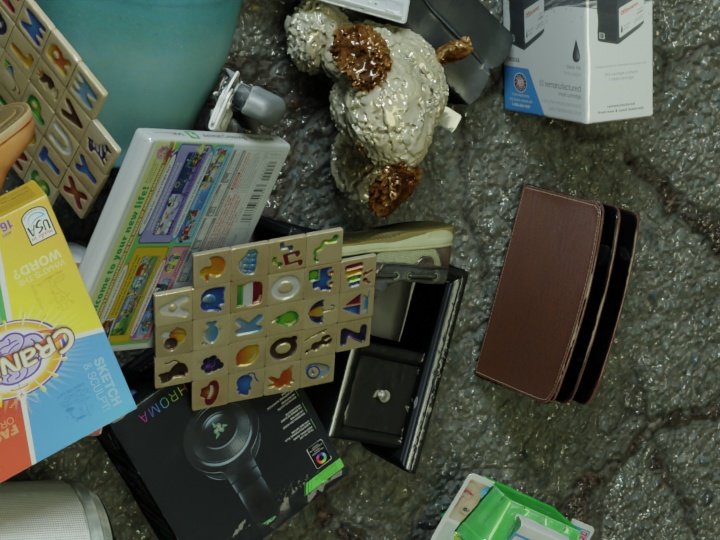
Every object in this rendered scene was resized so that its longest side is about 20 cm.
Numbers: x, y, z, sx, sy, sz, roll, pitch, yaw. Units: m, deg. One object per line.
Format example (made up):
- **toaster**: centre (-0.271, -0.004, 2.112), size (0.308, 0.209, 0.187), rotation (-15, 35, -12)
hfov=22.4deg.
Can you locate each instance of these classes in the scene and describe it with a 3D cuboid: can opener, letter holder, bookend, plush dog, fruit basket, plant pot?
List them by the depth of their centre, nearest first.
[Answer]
- **plant pot**: centre (-0.196, -0.192, 1.502), size (0.198, 0.200, 0.190), rotation (-3, 116, -29)
- **can opener**: centre (-0.097, -0.127, 1.560), size (0.066, 0.200, 0.054), rotation (24, 87, 2)
- **plush dog**: centre (0.026, -0.149, 1.616), size (0.159, 0.172, 0.201), rotation (-16, 113, 10)
- **bookend**: centre (-0.025, 0.069, 1.701), size (0.199, 0.092, 0.201), rotation (14, 93, -30)
- **letter holder**: centre (0.213, 0.030, 1.799), size (0.100, 0.142, 0.202), rotation (13, 93, -30)
- **fruit basket**: centre (0.132, 0.322, 1.843), size (0.184, 0.094, 0.201), rotation (27, 89, -31)

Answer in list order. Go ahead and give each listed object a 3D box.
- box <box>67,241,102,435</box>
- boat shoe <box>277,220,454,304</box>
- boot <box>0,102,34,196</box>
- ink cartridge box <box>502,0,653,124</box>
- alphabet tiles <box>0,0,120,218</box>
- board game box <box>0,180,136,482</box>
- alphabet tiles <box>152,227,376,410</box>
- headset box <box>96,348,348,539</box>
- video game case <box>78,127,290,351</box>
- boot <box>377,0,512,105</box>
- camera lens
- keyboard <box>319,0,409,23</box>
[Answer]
- **box**: centre (-0.318, 0.053, 1.524), size (0.198, 0.106, 0.154), rotation (3, 98, -29)
- **boat shoe**: centre (0.000, 0.000, 1.607), size (0.199, 0.072, 0.067), rotation (-12, 99, -32)
- **boot**: centre (-0.291, -0.017, 1.420), size (0.200, 0.076, 0.155), rotation (-50, 120, -14)
- **ink cartridge box**: centre (0.206, -0.250, 1.737), size (0.083, 0.145, 0.202), rotation (-8, 104, -27)
- **alphabet tiles**: centre (-0.268, -0.143, 1.456), size (0.006, 0.167, 0.200), rotation (-32, 78, -38)
- **board game box**: centre (-0.276, 0.054, 1.394), size (0.152, 0.040, 0.201), rotation (-28, 120, -16)
- **alphabet tiles**: centre (-0.081, 0.043, 1.557), size (0.198, 0.006, 0.168), rotation (-11, 129, -19)
- **headset box**: centre (-0.131, 0.158, 1.659), size (0.174, 0.093, 0.201), rotation (-35, 115, -18)
- **video game case**: centre (-0.156, -0.023, 1.500), size (0.181, 0.022, 0.201), rotation (-3, 124, -55)
- **boot**: centre (0.081, -0.277, 1.706), size (0.165, 0.066, 0.200), rotation (-48, 116, -4)
- **camera lens**: centre (-0.313, 0.260, 1.537), size (0.198, 0.160, 0.162), rotation (1, 100, -30)
- **keyboard**: centre (-0.050, -0.268, 1.610), size (0.198, 0.011, 0.057), rotation (14, 56, -8)
